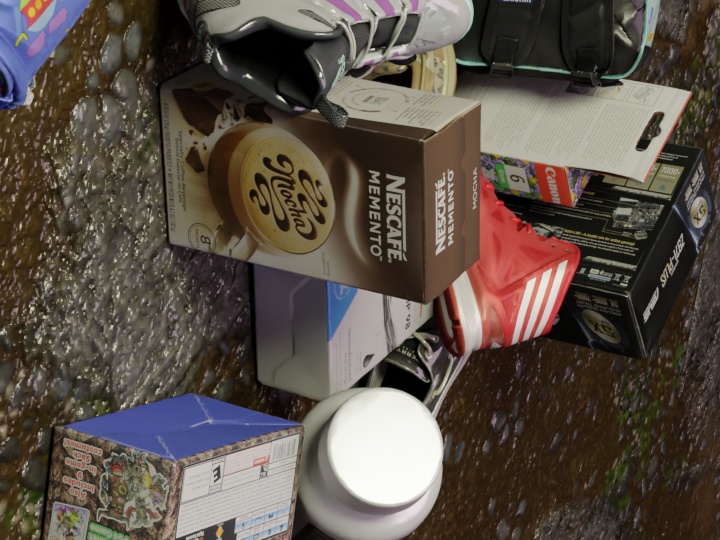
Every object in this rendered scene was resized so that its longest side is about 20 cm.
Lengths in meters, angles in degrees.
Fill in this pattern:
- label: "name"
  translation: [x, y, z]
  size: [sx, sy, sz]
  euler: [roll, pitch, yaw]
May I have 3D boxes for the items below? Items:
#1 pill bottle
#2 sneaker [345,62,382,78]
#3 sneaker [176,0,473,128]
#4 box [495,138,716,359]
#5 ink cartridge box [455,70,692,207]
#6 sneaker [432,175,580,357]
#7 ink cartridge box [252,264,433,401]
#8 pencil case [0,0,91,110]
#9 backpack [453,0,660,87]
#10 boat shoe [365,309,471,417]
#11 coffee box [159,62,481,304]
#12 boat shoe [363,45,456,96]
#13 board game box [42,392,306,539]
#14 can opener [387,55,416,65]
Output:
- label: "pill bottle"
  translation: [-0.004, 0.147, 1.414]
  size: [0.111, 0.110, 0.200]
  euler: [-65, -176, -21]
- label: "sneaker"
  translation: [0.013, -0.209, 1.425]
  size: [0.085, 0.076, 0.201]
  euler: [102, 12, -72]
- label: "sneaker"
  translation: [-0.012, -0.136, 1.237]
  size: [0.141, 0.198, 0.078]
  euler: [-107, -155, -46]
- label: "box"
  translation: [0.172, -0.032, 1.661]
  size: [0.164, 0.198, 0.086]
  euler: [-60, 146, -30]
- label: "ink cartridge box"
  translation: [0.159, -0.109, 1.603]
  size: [0.109, 0.198, 0.051]
  euler: [-57, 146, -32]
- label: "sneaker"
  translation: [0.104, -0.034, 1.564]
  size: [0.078, 0.114, 0.202]
  euler: [130, -49, -70]
- label: "ink cartridge box"
  translation: [0.000, 0.000, 1.496]
  size: [0.200, 0.066, 0.117]
  euler: [-38, 134, -51]
- label: "pencil case"
  translation: [-0.173, -0.170, 1.090]
  size: [0.087, 0.078, 0.201]
  euler: [47, 56, -23]
- label: "backpack"
  translation: [0.155, -0.257, 1.570]
  size: [0.153, 0.174, 0.202]
  euler: [-46, 141, -71]
- label: "boat shoe"
  translation: [0.047, 0.069, 1.589]
  size: [0.064, 0.070, 0.202]
  euler: [19, 90, -74]
- label: "coffee box"
  translation: [-0.025, -0.062, 1.281]
  size: [0.080, 0.198, 0.114]
  euler: [-36, 131, -51]
- label: "boat shoe"
  translation: [0.028, -0.123, 1.450]
  size: [0.062, 0.073, 0.202]
  euler: [11, 61, -41]
- label: "board game box"
  translation: [-0.127, 0.198, 1.311]
  size: [0.159, 0.096, 0.202]
  euler: [-8, 109, -60]
- label: "can opener"
  translation: [-0.029, -0.196, 1.306]
  size: [0.200, 0.078, 0.064]
  euler: [40, 73, -36]
